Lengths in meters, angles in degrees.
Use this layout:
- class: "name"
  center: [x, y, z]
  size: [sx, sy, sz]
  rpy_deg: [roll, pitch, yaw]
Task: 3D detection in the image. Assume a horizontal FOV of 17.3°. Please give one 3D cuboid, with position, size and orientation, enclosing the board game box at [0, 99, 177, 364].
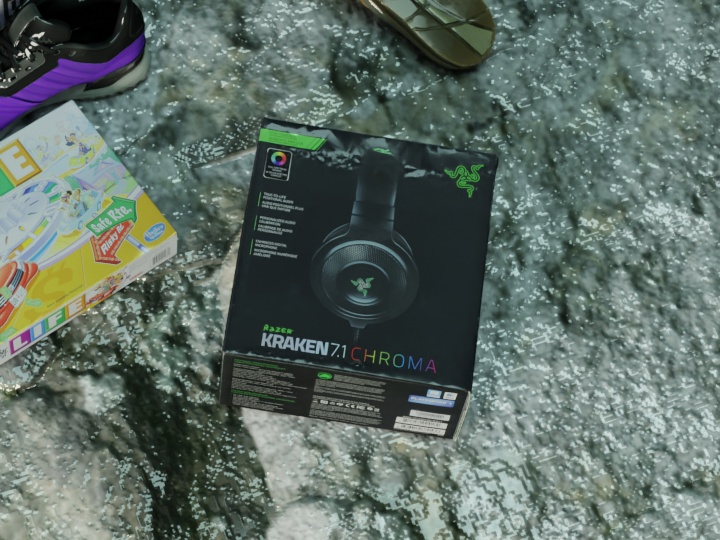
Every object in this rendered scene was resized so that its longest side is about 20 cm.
- class: "board game box"
  center: [-0.249, -0.017, 1.673]
  size: [0.200, 0.034, 0.135]
  rpy_deg: [-34, 71, -19]

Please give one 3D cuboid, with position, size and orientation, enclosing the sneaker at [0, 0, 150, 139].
- class: "sneaker"
  center: [-0.247, -0.154, 1.703]
  size: [0.200, 0.100, 0.070]
  rpy_deg: [-25, 67, -17]

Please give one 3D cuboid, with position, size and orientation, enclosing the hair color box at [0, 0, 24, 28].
- class: "hair color box"
  center: [-0.229, -0.240, 1.748]
  size: [0.200, 0.099, 0.061]
  rpy_deg: [-32, 70, -19]

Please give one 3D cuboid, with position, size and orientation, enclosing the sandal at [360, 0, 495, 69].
- class: "sandal"
  center: [0.022, -0.230, 1.799]
  size: [0.080, 0.054, 0.200]
  rpy_deg: [-41, 89, -16]

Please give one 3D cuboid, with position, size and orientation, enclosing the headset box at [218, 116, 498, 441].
- class: "headset box"
  center: [0.000, 0.000, 1.657]
  size: [0.173, 0.093, 0.201]
  rpy_deg: [10, 63, -1]
